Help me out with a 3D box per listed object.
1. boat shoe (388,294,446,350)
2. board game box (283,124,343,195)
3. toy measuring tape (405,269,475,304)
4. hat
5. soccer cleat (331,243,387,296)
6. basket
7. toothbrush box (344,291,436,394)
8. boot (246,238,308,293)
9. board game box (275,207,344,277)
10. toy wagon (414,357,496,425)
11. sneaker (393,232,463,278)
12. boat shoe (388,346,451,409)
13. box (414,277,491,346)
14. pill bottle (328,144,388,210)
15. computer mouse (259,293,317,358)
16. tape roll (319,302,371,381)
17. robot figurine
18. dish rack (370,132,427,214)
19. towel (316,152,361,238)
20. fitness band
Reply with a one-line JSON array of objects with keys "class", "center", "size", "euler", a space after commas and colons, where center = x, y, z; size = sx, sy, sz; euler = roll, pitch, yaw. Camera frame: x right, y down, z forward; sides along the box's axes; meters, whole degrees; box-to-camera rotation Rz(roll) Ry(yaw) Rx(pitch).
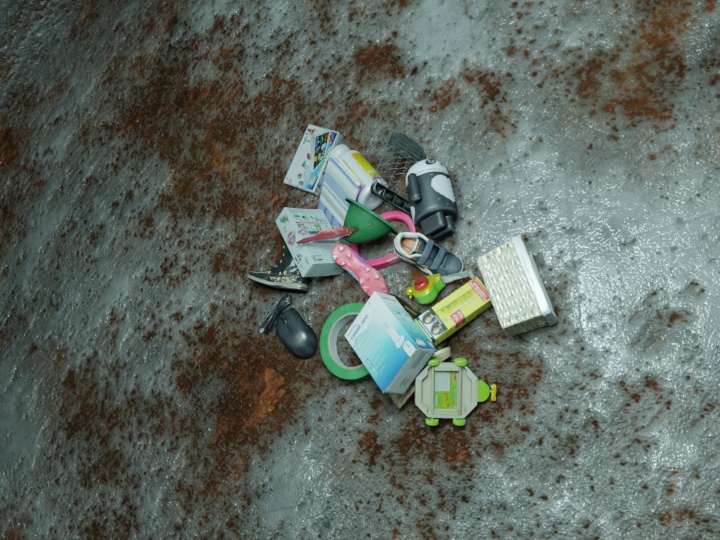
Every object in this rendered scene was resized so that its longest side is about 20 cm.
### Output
[{"class": "boat shoe", "center": [0.135, 0.149, 1.483], "size": [0.199, 0.071, 0.077], "euler": [40, 124, 23]}, {"class": "board game box", "center": [-0.147, -0.344, 1.769], "size": [0.124, 0.035, 0.205], "euler": [21, 84, 29]}, {"class": "toy measuring tape", "center": [0.198, 0.045, 1.462], "size": [0.196, 0.073, 0.076], "euler": [-14, 68, 35]}, {"class": "hat", "center": [-0.022, -0.078, 1.521], "size": [0.198, 0.165, 0.179], "euler": [32, 88, 30]}, {"class": "soccer cleat", "center": [0.000, 0.000, 1.560], "size": [0.199, 0.077, 0.067], "euler": [42, 100, -7]}, {"class": "basket", "center": [0.373, 0.042, 1.364], "size": [0.121, 0.135, 0.205], "euler": [-24, 66, 20]}, {"class": "toothbrush box", "center": [0.069, 0.175, 1.394], "size": [0.148, 0.084, 0.201], "euler": [-55, 49, 18]}, {"class": "boot", "center": [-0.232, -0.021, 1.688], "size": [0.194, 0.073, 0.155], "euler": [8, 79, 22]}, {"class": "board game box", "center": [-0.135, -0.082, 1.618], "size": [0.064, 0.145, 0.203], "euler": [-48, 59, 35]}, {"class": "toy wagon", "center": [0.229, 0.292, 1.378], "size": [0.193, 0.040, 0.161], "euler": [0, 95, 0]}, {"class": "sneaker", "center": [0.175, -0.040, 1.487], "size": [0.195, 0.080, 0.080], "euler": [20, 75, 13]}, {"class": "boat shoe", "center": [0.158, 0.269, 1.432], "size": [0.199, 0.071, 0.065], "euler": [-42, 70, 15]}, {"class": "box", "center": [0.232, 0.104, 1.416], "size": [0.197, 0.051, 0.076], "euler": [-32, 63, -13]}, {"class": "pill bottle", "center": [-0.012, -0.274, 1.648], "size": [0.104, 0.104, 0.201], "euler": [-42, 62, 7]}, {"class": "computer mouse", "center": [-0.203, 0.170, 1.629], "size": [0.199, 0.053, 0.139], "euler": [41, 93, 28]}, {"class": "tape roll", "center": [-0.014, 0.193, 1.539], "size": [0.195, 0.048, 0.207], "euler": [-7, 72, 22]}, {"class": "robot figurine", "center": [0.187, -0.190, 1.492], "size": [0.121, 0.151, 0.206], "euler": [-10, 69, 1]}, {"class": "dish rack", "center": [0.114, -0.273, 1.571], "size": [0.054, 0.151, 0.205], "euler": [4, 71, 60]}, {"class": "towel", "center": [-0.063, -0.214, 1.633], "size": [0.147, 0.023, 0.203], "euler": [49, 139, 29]}, {"class": "fitness band", "center": [0.065, -0.085, 1.597], "size": [0.195, 0.037, 0.148], "euler": [-19, 65, 17]}]
